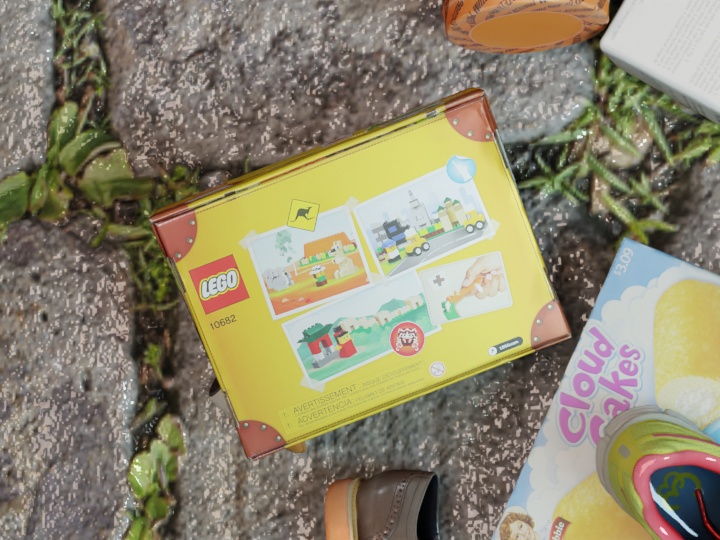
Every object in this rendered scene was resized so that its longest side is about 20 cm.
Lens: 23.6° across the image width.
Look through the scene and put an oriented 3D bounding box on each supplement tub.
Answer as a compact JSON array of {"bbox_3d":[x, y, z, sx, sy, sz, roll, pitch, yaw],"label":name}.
[{"bbox_3d":[0.092,-0.237,1.018,0.122,0.123,0.200,-9,78,25],"label":"supplement tub"}]

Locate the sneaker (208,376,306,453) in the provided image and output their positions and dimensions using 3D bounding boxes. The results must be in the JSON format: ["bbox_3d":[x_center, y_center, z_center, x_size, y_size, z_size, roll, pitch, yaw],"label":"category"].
[{"bbox_3d":[-0.001,0.025,1.067,0.085,0.073,0.200,39,92,-10],"label":"sneaker"}]

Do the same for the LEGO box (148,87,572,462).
[{"bbox_3d":[0.000,0.000,0.987,0.200,0.077,0.149,-21,98,0],"label":"LEGO box"}]

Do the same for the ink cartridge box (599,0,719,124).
[{"bbox_3d":[0.258,-0.146,0.970,0.200,0.057,0.163,33,97,18],"label":"ink cartridge box"}]

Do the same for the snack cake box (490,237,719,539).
[{"bbox_3d":[0.164,0.096,0.961,0.115,0.067,0.200,25,93,26],"label":"snack cake box"}]

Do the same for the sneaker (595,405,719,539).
[{"bbox_3d":[0.205,0.144,0.861,0.200,0.090,0.078,30,93,3],"label":"sneaker"}]

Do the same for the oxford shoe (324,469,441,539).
[{"bbox_3d":[0.031,0.214,1.009,0.073,0.071,0.200,-16,75,18],"label":"oxford shoe"}]
